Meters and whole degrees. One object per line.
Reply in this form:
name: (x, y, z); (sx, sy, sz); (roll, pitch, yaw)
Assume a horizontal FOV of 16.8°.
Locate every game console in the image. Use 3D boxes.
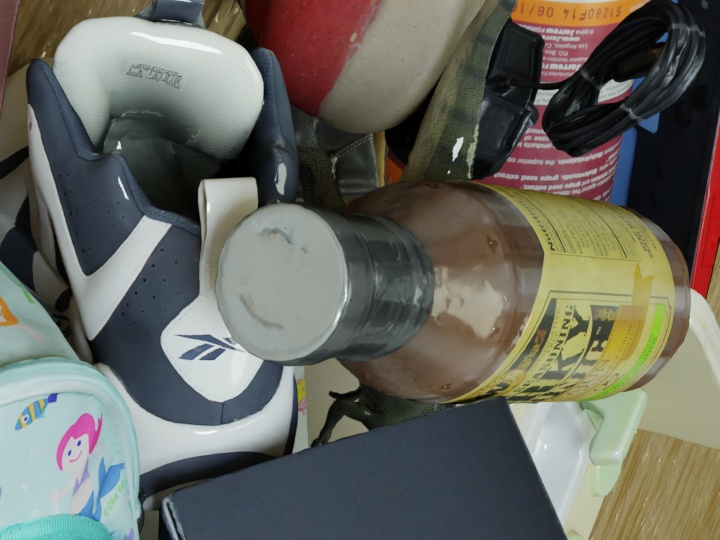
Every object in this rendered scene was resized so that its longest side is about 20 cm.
game console: (0.113, -0.084, 1.133); (0.031, 0.200, 0.178); (1, 111, -27)

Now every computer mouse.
computer mouse: (0.061, -0.056, 0.784); (0.059, 0.034, 0.200); (-65, -160, -8)

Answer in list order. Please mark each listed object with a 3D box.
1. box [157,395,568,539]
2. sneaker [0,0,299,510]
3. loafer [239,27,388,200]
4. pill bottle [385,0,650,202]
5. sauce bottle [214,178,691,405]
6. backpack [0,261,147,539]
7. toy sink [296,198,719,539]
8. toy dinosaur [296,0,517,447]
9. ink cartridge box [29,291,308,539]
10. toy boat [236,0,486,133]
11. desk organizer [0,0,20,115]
box: (0.007, 0.152, 0.708); (0.104, 0.148, 0.200); (-15, 155, -16)
sneaker: (-0.065, -0.039, 0.714); (0.199, 0.079, 0.130); (-110, -156, -51)
loafer: (0.010, -0.112, 0.985); (0.201, 0.072, 0.073); (-68, 157, -18)
pill bottle: (0.063, -0.060, 1.092); (0.110, 0.109, 0.201); (-39, 143, -56)
sauce bottle: (0.029, 0.007, 0.690); (0.200, 0.065, 0.065); (2, 103, -58)
backpack: (-0.132, 0.088, 0.616); (0.177, 0.151, 0.200); (-29, 145, -25)
toy sink: (0.042, 0.064, 0.995); (0.112, 0.199, 0.130); (-66, 152, -20)
toy dinosaur: (0.000, 0.000, 0.790); (0.047, 0.088, 0.201); (-20, 121, -61)
ink cartridge box: (-0.084, 0.067, 0.857); (0.146, 0.083, 0.201); (-49, 146, -48)
toy boat: (-0.019, -0.137, 0.840); (0.131, 0.130, 0.200); (-58, -160, 14)
desk organizer: (-0.165, -0.050, 0.602); (0.200, 0.071, 0.077); (-4, 106, -67)
